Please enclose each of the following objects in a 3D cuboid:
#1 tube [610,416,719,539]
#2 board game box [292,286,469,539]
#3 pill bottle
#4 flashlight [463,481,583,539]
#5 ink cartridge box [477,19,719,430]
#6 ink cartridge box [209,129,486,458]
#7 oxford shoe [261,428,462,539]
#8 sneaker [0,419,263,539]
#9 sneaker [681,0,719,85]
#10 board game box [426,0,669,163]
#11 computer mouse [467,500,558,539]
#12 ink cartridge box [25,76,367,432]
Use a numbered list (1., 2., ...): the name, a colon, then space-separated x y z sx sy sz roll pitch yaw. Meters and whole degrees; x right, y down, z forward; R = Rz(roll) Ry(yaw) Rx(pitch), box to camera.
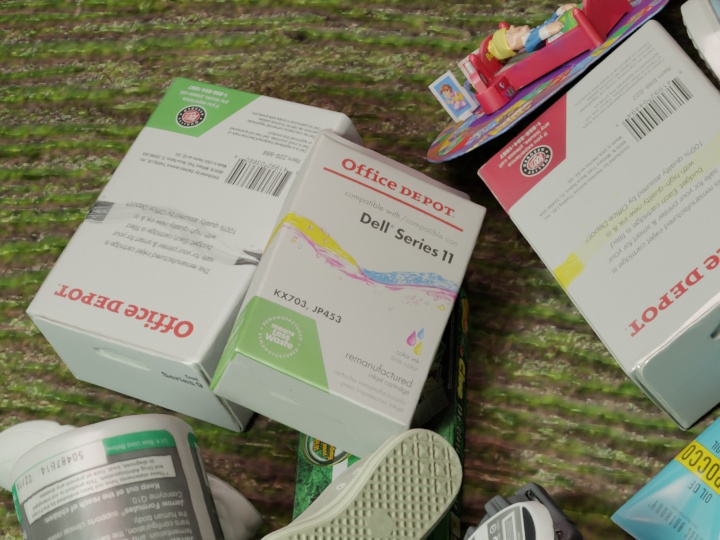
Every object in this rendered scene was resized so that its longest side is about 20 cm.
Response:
1. tube: 0.235 0.091 1.574 0.200 0.050 0.077 -45 40 -6
2. board game box: 0.012 0.103 1.682 0.104 0.024 0.201 -8 51 17
3. pill bottle: -0.124 0.193 1.582 0.112 0.113 0.201 -20 71 10
4. flashlight: 0.122 0.206 1.527 0.067 0.068 0.200 -17 39 -23
5. ink cartridge box: 0.183 -0.027 1.646 0.145 0.083 0.200 -39 47 7
6. ink cartridge box: 0.000 0.000 1.674 0.116 0.067 0.201 23 60 -5
7. oxford shoe: -0.019 0.165 1.572 0.200 0.075 0.058 -42 6 -32
8. sneaker: -0.159 0.148 1.697 0.199 0.071 0.081 15 65 33
9. sneaker: 0.273 -0.101 1.659 0.082 0.074 0.200 -38 71 7
10. board game box: 0.112 -0.143 1.752 0.200 0.039 0.158 -38 10 -4
11. computer mouse: 0.053 0.202 1.529 0.200 0.044 0.110 -42 33 35
12. ink cartridge box: -0.098 -0.013 1.781 0.145 0.084 0.201 15 62 33
